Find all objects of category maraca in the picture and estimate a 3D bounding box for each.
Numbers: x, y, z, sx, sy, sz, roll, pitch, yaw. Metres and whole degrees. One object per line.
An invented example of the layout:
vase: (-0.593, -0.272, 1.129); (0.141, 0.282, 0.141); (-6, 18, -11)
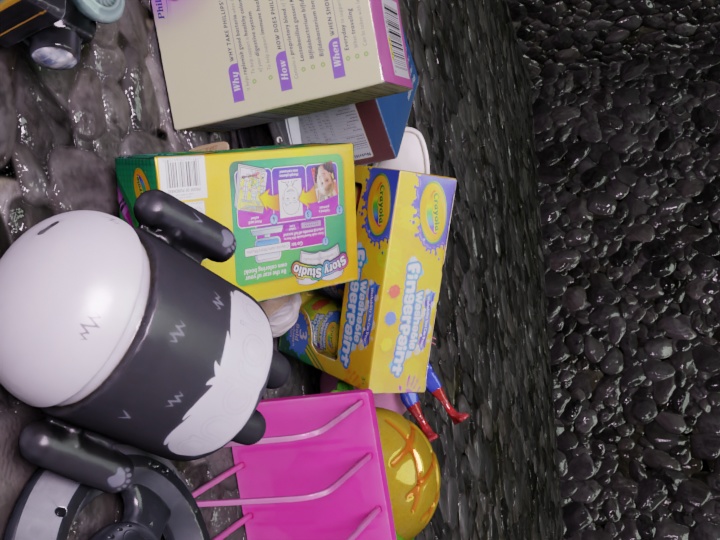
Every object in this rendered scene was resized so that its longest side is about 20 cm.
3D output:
maraca: (0.015, 0.189, 0.849); (0.200, 0.106, 0.138); (56, 17, -45)

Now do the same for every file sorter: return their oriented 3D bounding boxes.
file sorter: (-0.058, 0.215, 0.713); (0.125, 0.138, 0.202); (-17, 98, -69)

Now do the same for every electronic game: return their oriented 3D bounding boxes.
electronic game: (-0.157, 0.207, 0.574); (0.200, 0.041, 0.201); (49, 32, -46)

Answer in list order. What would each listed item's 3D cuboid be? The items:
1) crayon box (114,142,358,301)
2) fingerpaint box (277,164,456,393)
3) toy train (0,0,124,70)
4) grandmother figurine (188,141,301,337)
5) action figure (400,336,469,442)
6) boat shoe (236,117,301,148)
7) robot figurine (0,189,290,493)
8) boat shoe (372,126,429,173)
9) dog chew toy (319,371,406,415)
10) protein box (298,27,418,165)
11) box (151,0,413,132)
crayon box: (-0.090, -0.038, 0.698); (0.199, 0.058, 0.120); (-12, 104, -44)
fingerpaint box: (0.000, 0.000, 0.843); (0.073, 0.166, 0.202); (4, 97, -36)
toy train: (-0.212, -0.232, 0.557); (0.114, 0.085, 0.202); (22, 60, -57)
grandmother figurine: (-0.106, -0.019, 0.802); (0.122, 0.060, 0.201); (-85, 160, -50)
action figure: (0.040, 0.081, 0.919); (0.201, 0.065, 0.052); (57, -13, 10)
boat shoe: (-0.089, -0.100, 0.853); (0.066, 0.070, 0.202); (3, 71, -41)
robot figurine: (-0.137, 0.045, 0.548); (0.200, 0.124, 0.151); (35, 34, -43)
boat shoe: (0.050, -0.070, 1.040); (0.062, 0.074, 0.202); (-46, 137, -73)
dog chew toy: (0.009, 0.119, 0.984); (0.125, 0.124, 0.201); (51, 43, -55)
protein box: (-0.035, -0.245, 0.977); (0.199, 0.134, 0.201); (-74, 149, -51)
box: (-0.072, -0.227, 0.764); (0.097, 0.198, 0.177); (-22, 103, -71)
